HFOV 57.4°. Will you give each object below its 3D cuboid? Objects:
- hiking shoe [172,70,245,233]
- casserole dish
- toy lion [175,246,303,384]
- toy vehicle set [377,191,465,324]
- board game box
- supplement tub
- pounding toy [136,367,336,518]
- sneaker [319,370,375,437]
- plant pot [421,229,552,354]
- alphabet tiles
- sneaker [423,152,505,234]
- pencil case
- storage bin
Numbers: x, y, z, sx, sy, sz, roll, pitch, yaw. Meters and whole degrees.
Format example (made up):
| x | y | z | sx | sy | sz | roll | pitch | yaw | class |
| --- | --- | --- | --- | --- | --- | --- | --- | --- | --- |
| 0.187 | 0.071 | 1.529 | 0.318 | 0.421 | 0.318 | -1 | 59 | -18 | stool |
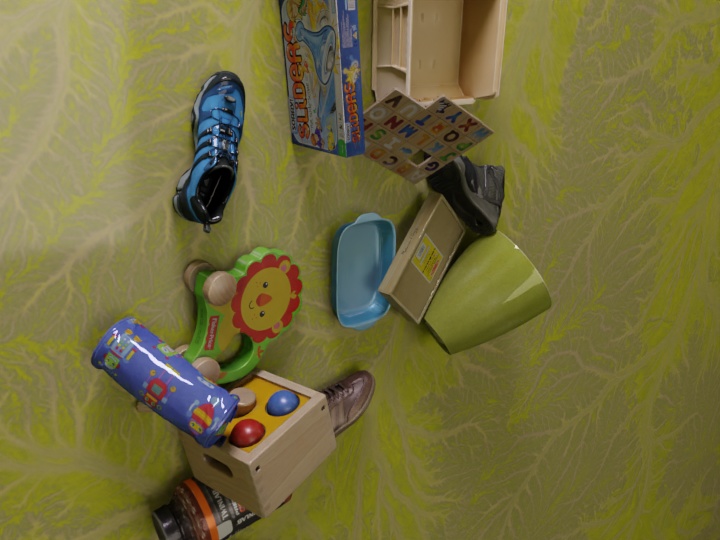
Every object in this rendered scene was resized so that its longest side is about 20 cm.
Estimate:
| x | y | z | sx | sy | sz | roll | pitch | yaw | class |
| --- | --- | --- | --- | --- | --- | --- | --- | --- | --- |
| -0.178 | -0.152 | 0.845 | 0.074 | 0.086 | 0.202 | 7 | 102 | -41 | hiking shoe |
| 0.000 | 0.000 | 1.084 | 0.120 | 0.039 | 0.202 | -13 | 115 | -36 | casserole dish |
| -0.168 | 0.065 | 0.961 | 0.191 | 0.068 | 0.202 | 2 | 105 | -48 | toy lion |
| 0.111 | -0.020 | 1.144 | 0.201 | 0.026 | 0.124 | -61 | 142 | -14 | toy vehicle set |
| -0.052 | -0.262 | 0.877 | 0.034 | 0.135 | 0.202 | -20 | 117 | -33 | board game box |
| -0.209 | 0.349 | 0.997 | 0.199 | 0.107 | 0.108 | -23 | 120 | -32 | supplement tub |
| -0.175 | 0.225 | 0.946 | 0.184 | 0.199 | 0.143 | -36 | 128 | -41 | pounding toy |
| -0.056 | 0.234 | 1.105 | 0.200 | 0.070 | 0.076 | -46 | 128 | -17 | sneaker |
| 0.211 | 0.056 | 1.206 | 0.199 | 0.187 | 0.188 | -37 | 128 | -4 | plant pot |
| 0.084 | -0.209 | 1.012 | 0.199 | 0.167 | 0.008 | 20 | 52 | -42 | alphabet tiles |
| 0.188 | -0.169 | 1.157 | 0.199 | 0.076 | 0.115 | 45 | 53 | -24 | sneaker |
| -0.244 | 0.144 | 0.844 | 0.078 | 0.199 | 0.087 | -56 | 174 | 12 | pencil case |
| 0.121 | -0.354 | 1.012 | 0.199 | 0.093 | 0.201 | -15 | 115 | -35 | storage bin |
